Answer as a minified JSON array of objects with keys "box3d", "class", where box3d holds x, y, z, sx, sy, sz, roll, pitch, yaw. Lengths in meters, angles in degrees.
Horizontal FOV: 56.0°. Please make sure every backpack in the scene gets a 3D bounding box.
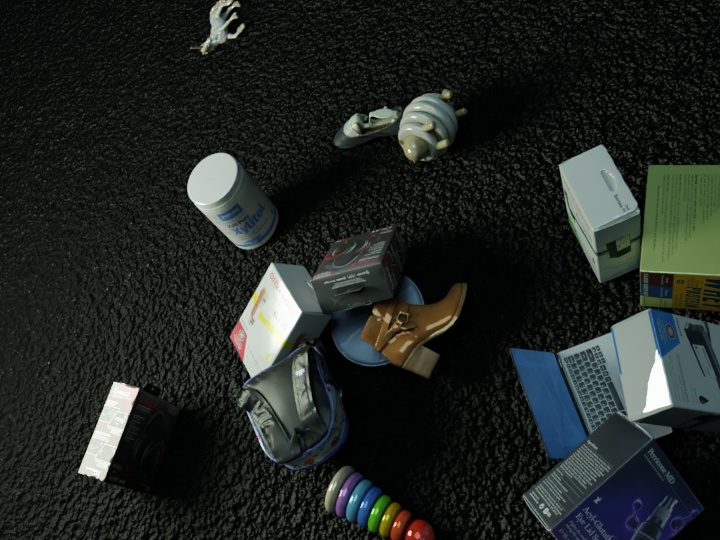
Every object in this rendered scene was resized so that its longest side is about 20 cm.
[{"box3d":[-0.113,0.265,1.248,0.198,0.154,0.193,-35,48,11],"class":"backpack"}]

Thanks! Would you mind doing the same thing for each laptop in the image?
[{"box3d":[0.370,0.192,1.092,0.196,0.116,0.191,-22,59,12],"class":"laptop"}]

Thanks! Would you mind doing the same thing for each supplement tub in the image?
[{"box3d":[-0.277,-0.148,1.495,0.128,0.200,0.135,-10,61,18],"class":"supplement tub"}]

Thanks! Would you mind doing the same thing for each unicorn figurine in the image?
[{"box3d":[-0.393,-0.683,1.898,0.135,0.074,0.203,-27,43,20],"class":"unicorn figurine"}]

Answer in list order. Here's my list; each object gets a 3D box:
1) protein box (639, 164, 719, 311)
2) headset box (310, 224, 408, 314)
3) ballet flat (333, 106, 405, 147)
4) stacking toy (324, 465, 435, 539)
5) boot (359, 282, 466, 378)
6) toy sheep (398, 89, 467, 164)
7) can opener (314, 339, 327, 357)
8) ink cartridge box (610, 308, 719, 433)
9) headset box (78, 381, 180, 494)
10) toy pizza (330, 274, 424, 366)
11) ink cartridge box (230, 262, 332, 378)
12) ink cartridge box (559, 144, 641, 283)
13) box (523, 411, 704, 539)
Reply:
[{"box3d":[0.571,-0.052,1.113,0.195,0.135,0.203,3,66,25],"class":"protein box"},{"box3d":[0.000,0.000,1.291,0.145,0.077,0.201,-14,22,21],"class":"headset box"},{"box3d":[0.020,-0.332,1.536,0.195,0.073,0.075,-8,62,20],"class":"ballet flat"},{"box3d":[0.039,0.415,1.156,0.196,0.086,0.087,21,74,24],"class":"stacking toy"},{"box3d":[0.101,0.082,1.262,0.153,0.077,0.203,27,78,10],"class":"boot"},{"box3d":[0.149,-0.310,1.434,0.135,0.139,0.202,18,59,29],"class":"toy sheep"},{"box3d":[-0.129,0.115,1.388,0.066,0.053,0.202,-35,56,2],"class":"can opener"},{"box3d":[0.485,0.153,1.010,0.084,0.195,0.148,-41,44,52],"class":"ink cartridge box"},{"box3d":[-0.458,0.330,1.368,0.075,0.149,0.205,8,68,25],"class":"headset box"},{"box3d":[0.034,0.094,1.338,0.195,0.032,0.205,-9,61,16],"class":"toy pizza"},{"box3d":[-0.160,0.108,1.337,0.202,0.082,0.146,-56,50,24],"class":"ink cartridge box"},{"box3d":[0.414,-0.093,1.164,0.081,0.200,0.149,-23,57,10],"class":"ink cartridge box"},{"box3d":[0.366,0.338,0.988,0.199,0.149,0.104,-42,12,0],"class":"box"}]
